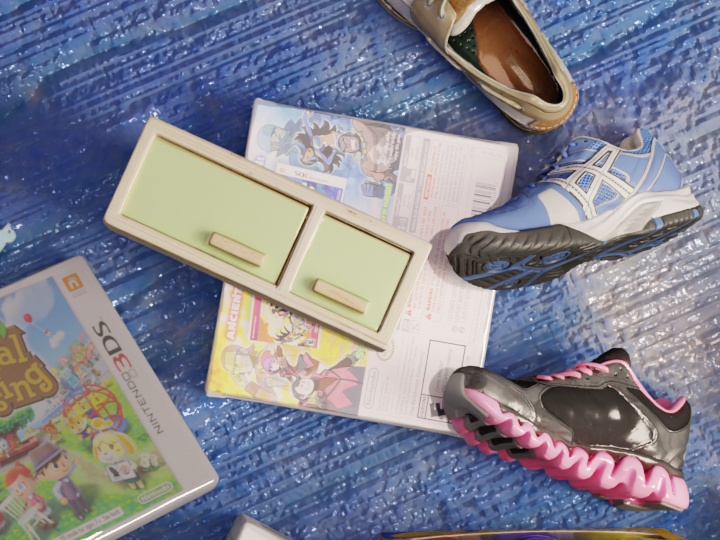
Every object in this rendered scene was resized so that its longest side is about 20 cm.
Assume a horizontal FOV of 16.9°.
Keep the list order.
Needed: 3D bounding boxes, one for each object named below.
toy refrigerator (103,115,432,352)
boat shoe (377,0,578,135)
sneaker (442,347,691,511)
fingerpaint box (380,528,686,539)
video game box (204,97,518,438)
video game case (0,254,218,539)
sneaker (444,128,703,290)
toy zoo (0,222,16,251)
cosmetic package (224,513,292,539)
[{"bbox_3d":[-0.060,-0.022,1.559,0.199,0.070,0.076,25,86,-1],"label":"toy refrigerator"},{"bbox_3d":[0.072,-0.176,1.620,0.200,0.068,0.075,43,85,-1],"label":"boat shoe"},{"bbox_3d":[0.141,0.090,1.595,0.199,0.079,0.096,24,77,-30],"label":"sneaker"},{"bbox_3d":[0.116,0.207,1.556,0.198,0.167,0.074,0,89,-3],"label":"fingerpaint box"},{"bbox_3d":[0.000,0.000,1.618,0.181,0.047,0.201,10,86,-6],"label":"video game box"},{"bbox_3d":[-0.216,0.101,1.546,0.199,0.022,0.183,-25,74,-31],"label":"video game case"},{"bbox_3d":[0.132,-0.041,1.601,0.199,0.076,0.077,-13,75,-35],"label":"sneaker"},{"bbox_3d":[-0.326,-0.048,1.609,0.199,0.020,0.132,14,86,-4],"label":"toy zoo"},{"bbox_3d":[-0.092,0.264,1.571,0.071,0.101,0.201,28,86,-3],"label":"cosmetic package"}]
